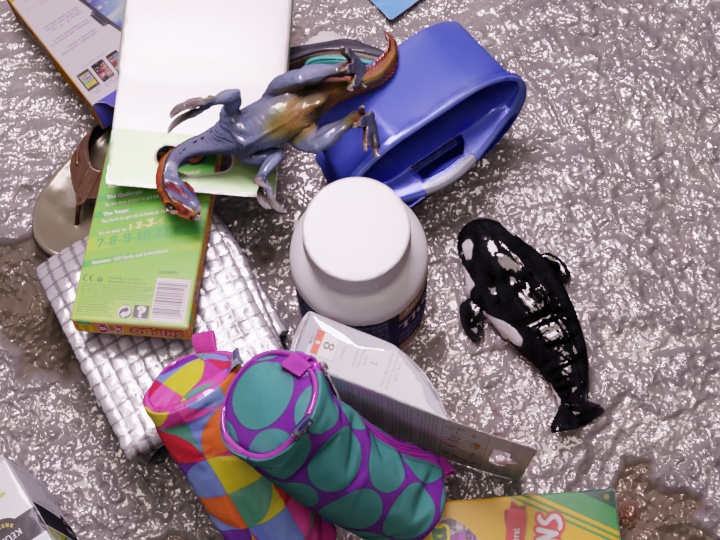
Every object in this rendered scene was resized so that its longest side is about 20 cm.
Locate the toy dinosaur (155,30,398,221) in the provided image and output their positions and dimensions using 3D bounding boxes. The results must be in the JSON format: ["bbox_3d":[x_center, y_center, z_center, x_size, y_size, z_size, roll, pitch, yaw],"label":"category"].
[{"bbox_3d":[-0.072,-0.103,1.093,0.180,0.200,0.106,-14,101,28],"label":"toy dinosaur"}]

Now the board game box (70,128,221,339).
[{"bbox_3d":[-0.171,-0.040,1.131,0.094,0.030,0.202,4,62,3],"label":"board game box"}]

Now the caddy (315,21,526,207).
[{"bbox_3d":[0.050,-0.115,1.177,0.199,0.142,0.105,-34,71,-9],"label":"caddy"}]

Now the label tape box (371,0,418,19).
[{"bbox_3d":[0.020,-0.357,1.297,0.143,0.066,0.201,-37,73,-10],"label":"label tape box"}]

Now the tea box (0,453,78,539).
[{"bbox_3d":[-0.294,0.287,1.056,0.199,0.134,0.198,-34,75,-9],"label":"tea box"}]

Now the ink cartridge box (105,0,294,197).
[{"bbox_3d":[-0.133,-0.154,1.161,0.143,0.048,0.203,5,74,-4],"label":"ink cartridge box"}]

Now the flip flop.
[{"bbox_3d":[-0.221,-0.096,1.220,0.081,0.058,0.201,35,76,12],"label":"flip flop"}]

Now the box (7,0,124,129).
[{"bbox_3d":[-0.224,-0.215,1.244,0.118,0.042,0.200,-34,62,-11],"label":"box"}]

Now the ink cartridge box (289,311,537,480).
[{"bbox_3d":[0.045,0.102,1.094,0.197,0.162,0.051,17,74,7],"label":"ink cartridge box"}]

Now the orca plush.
[{"bbox_3d":[0.140,0.037,1.161,0.104,0.071,0.202,-13,72,-3],"label":"orca plush"}]

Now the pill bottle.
[{"bbox_3d":[0.000,0.000,1.108,0.109,0.200,0.113,0,72,1],"label":"pill bottle"}]

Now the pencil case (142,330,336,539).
[{"bbox_3d":[-0.091,0.151,1.073,0.088,0.088,0.202,-28,114,-8],"label":"pencil case"}]

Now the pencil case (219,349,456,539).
[{"bbox_3d":[-0.014,0.137,1.034,0.092,0.200,0.085,-45,45,3],"label":"pencil case"}]

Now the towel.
[{"bbox_3d":[-0.159,0.047,1.161,0.164,0.086,0.201,-29,72,-10],"label":"towel"}]

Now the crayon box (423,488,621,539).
[{"bbox_3d":[0.111,0.248,1.103,0.197,0.051,0.129,-5,72,0],"label":"crayon box"}]

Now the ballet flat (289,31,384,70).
[{"bbox_3d":[-0.052,-0.184,1.241,0.197,0.073,0.074,-7,71,6],"label":"ballet flat"}]
